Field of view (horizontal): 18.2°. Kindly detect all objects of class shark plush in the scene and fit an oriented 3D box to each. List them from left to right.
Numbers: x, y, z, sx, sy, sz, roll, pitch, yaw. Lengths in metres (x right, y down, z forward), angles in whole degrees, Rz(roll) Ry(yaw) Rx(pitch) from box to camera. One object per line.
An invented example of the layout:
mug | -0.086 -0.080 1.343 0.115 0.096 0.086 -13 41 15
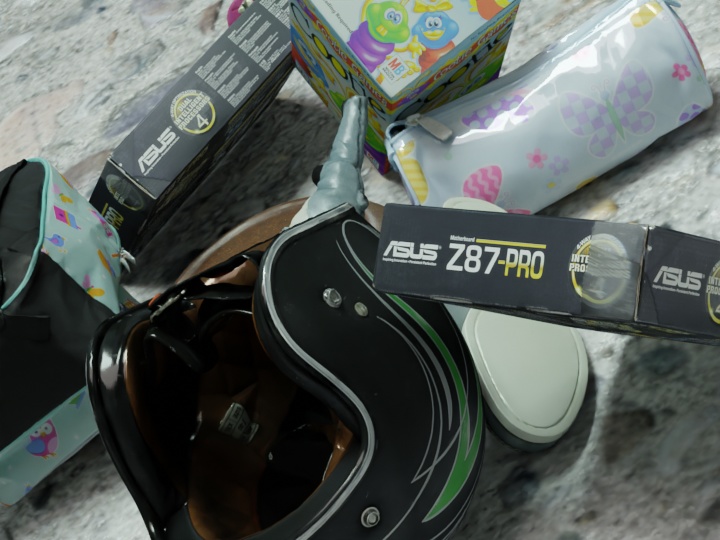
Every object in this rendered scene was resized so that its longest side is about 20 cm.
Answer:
shark plush | 0.000 0.000 1.308 0.083 0.091 0.202 -7 55 19

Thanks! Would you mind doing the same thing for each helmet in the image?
helmet | -0.028 0.081 1.146 0.199 0.192 0.200 -26 2 1

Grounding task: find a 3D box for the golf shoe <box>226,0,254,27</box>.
golf shoe | -0.004 -0.215 1.661 0.198 0.076 0.092 -18 19 20

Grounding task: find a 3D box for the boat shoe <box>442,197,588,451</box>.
boat shoe | 0.075 0.040 1.250 0.201 0.072 0.062 -105 31 -51

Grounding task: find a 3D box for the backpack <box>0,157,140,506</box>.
backpack | -0.219 0.033 1.411 0.176 0.153 0.201 -41 32 16

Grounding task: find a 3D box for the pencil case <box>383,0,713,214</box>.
pencil case | 0.113 -0.092 1.348 0.199 0.091 0.083 -28 16 7

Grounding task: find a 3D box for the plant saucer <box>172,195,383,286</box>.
plant saucer | -0.056 0.017 1.410 0.199 0.035 0.201 -25 32 16

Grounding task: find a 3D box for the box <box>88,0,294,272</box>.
box | -0.110 -0.098 1.533 0.200 0.049 0.161 -50 2 -25

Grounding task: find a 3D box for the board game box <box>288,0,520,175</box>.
board game box | 0.024 -0.150 1.399 0.103 0.105 0.200 -38 -8 -7

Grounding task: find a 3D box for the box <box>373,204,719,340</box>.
box | 0.130 0.007 1.094 0.160 0.199 0.050 10 90 44
